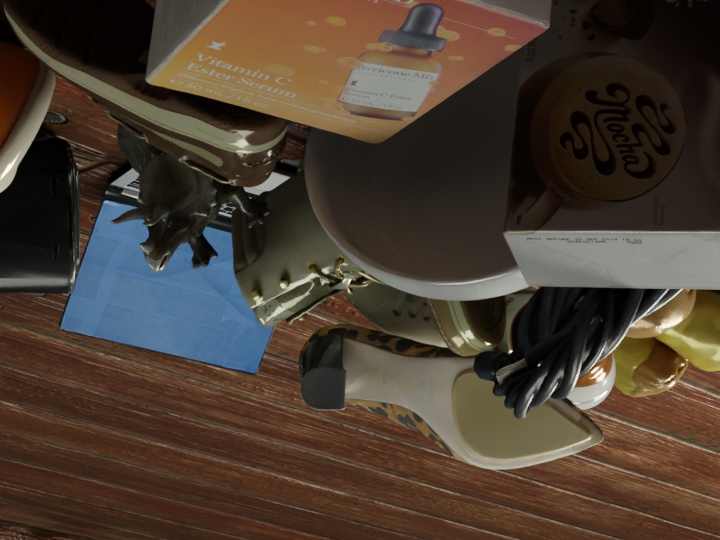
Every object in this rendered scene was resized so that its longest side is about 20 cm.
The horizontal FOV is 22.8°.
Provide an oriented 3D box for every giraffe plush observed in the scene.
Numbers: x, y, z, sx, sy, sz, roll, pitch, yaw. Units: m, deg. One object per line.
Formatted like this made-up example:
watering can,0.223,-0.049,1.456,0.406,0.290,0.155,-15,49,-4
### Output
giraffe plush,0.189,-0.010,1.237,0.200,0.173,0.162,34,-176,10

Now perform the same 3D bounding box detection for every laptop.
laptop,-0.116,-0.006,1.449,0.186,0.117,0.200,15,160,-27

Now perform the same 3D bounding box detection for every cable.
cable,0.149,0.002,1.030,0.051,0.200,0.163,48,177,-1

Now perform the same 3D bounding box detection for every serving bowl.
serving bowl,0.070,-0.062,1.065,0.199,0.201,0.066,0,148,17

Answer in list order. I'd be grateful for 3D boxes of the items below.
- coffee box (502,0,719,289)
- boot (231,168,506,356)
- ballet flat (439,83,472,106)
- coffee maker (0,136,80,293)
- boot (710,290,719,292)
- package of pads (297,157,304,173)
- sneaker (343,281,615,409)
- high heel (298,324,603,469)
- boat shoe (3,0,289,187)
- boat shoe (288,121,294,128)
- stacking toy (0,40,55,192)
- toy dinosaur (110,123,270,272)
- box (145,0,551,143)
coffee box,0.145,-0.097,0.950,0.112,0.201,0.080,1,158,16
boot,0.000,0.000,1.156,0.154,0.201,0.072,-34,145,17
ballet flat,0.087,-0.103,1.166,0.199,0.072,0.072,15,160,-25
coffee maker,-0.310,-0.030,1.330,0.199,0.192,0.135,-2,120,-13
boot,0.328,-0.004,1.366,0.174,0.070,0.200,23,-142,36
package of pads,0.034,-0.003,1.311,0.200,0.068,0.155,47,169,6
sneaker,0.077,0.022,1.178,0.199,0.073,0.085,22,165,14
high heel,0.057,0.076,1.181,0.199,0.072,0.143,11,-172,-2
boat shoe,-0.134,-0.111,1.083,0.202,0.075,0.075,33,146,19
boat shoe,-0.061,-0.122,1.157,0.060,0.076,0.200,13,173,-18
stacking toy,-0.314,-0.129,1.167,0.200,0.147,0.146,35,151,-25
toy dinosaur,-0.121,-0.070,1.167,0.077,0.200,0.102,-29,133,5
box,-0.008,-0.161,0.954,0.152,0.107,0.200,13,161,-22
